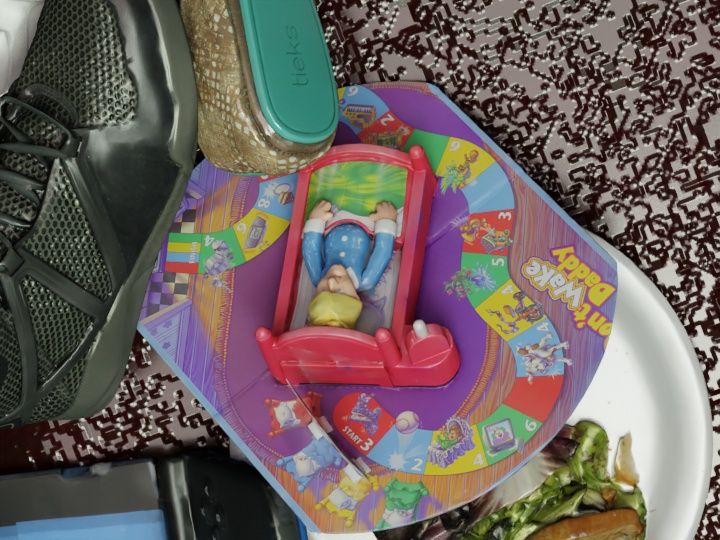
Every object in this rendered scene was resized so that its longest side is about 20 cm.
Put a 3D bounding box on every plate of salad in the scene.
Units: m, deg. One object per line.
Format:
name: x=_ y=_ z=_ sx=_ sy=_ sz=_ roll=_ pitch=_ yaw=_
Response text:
plate of salad: x=0.044 y=0.072 z=1.120 sx=0.199 sy=0.048 sz=0.202 roll=1 pitch=97 yaw=6

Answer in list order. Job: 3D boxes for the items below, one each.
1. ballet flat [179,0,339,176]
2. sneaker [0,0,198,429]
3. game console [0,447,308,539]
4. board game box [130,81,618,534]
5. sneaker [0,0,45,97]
ballet flat: x=-0.054 y=-0.131 z=1.090 sx=0.065 sy=0.070 sz=0.201 roll=-24 pitch=65 yaw=48
sneaker: x=-0.129 y=-0.025 z=1.043 sx=0.076 sy=0.114 sz=0.200 roll=33 pitch=118 yaw=30
game console: x=-0.089 y=0.182 z=1.115 sx=0.118 sy=0.171 sz=0.201 roll=-12 pitch=97 yaw=-20
board game box: x=0.000 y=0.000 z=1.063 sx=0.158 sy=0.039 sz=0.200 roll=-38 pitch=59 yaw=-9
sneaker: x=-0.148 y=-0.064 z=1.116 sx=0.099 sy=0.078 sz=0.200 roll=41 pitch=107 yaw=-8
